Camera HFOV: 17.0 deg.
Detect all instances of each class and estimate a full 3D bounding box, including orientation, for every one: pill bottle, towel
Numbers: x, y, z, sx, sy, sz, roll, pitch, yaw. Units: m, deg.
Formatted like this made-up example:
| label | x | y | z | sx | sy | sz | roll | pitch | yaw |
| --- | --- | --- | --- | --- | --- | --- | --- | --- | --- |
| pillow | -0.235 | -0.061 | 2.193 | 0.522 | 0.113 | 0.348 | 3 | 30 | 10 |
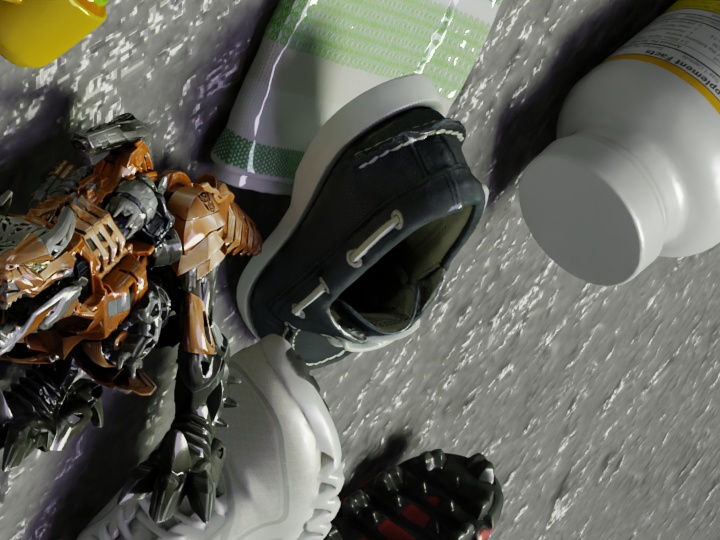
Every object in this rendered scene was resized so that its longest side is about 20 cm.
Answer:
| label | x | y | z | sx | sy | sz | roll | pitch | yaw |
| --- | --- | --- | --- | --- | --- | --- | --- | --- | --- |
| pill bottle | 0.166 | -0.075 | 1.181 | 0.200 | 0.104 | 0.104 | -39 | 150 | -33 |
| towel | 0.025 | -0.116 | 0.963 | 0.200 | 0.031 | 0.149 | -62 | 155 | 11 |

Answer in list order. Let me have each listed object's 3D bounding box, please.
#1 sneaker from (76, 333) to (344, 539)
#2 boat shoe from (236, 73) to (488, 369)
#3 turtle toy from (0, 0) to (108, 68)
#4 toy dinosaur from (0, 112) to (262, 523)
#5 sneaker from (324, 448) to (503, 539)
| label | x | y | z | sx | sy | sz | roll | pitch | yaw |
| --- | --- | --- | --- | --- | --- | --- | --- | --- | --- |
| sneaker | -0.069 | 0.103 | 0.981 | 0.081 | 0.075 | 0.200 | -14 | 148 | -36 |
| boat shoe | 0.000 | 0.000 | 0.965 | 0.076 | 0.060 | 0.200 | -23 | 159 | -19 |
| turtle toy | -0.073 | -0.137 | 0.674 | 0.146 | 0.101 | 0.200 | -36 | 160 | 11 |
| toy dinosaur | -0.079 | 0.009 | 0.859 | 0.200 | 0.102 | 0.136 | -7 | 112 | -47 |
| sneaker | -0.003 | 0.174 | 1.212 | 0.200 | 0.071 | 0.098 | -46 | 153 | -18 |
